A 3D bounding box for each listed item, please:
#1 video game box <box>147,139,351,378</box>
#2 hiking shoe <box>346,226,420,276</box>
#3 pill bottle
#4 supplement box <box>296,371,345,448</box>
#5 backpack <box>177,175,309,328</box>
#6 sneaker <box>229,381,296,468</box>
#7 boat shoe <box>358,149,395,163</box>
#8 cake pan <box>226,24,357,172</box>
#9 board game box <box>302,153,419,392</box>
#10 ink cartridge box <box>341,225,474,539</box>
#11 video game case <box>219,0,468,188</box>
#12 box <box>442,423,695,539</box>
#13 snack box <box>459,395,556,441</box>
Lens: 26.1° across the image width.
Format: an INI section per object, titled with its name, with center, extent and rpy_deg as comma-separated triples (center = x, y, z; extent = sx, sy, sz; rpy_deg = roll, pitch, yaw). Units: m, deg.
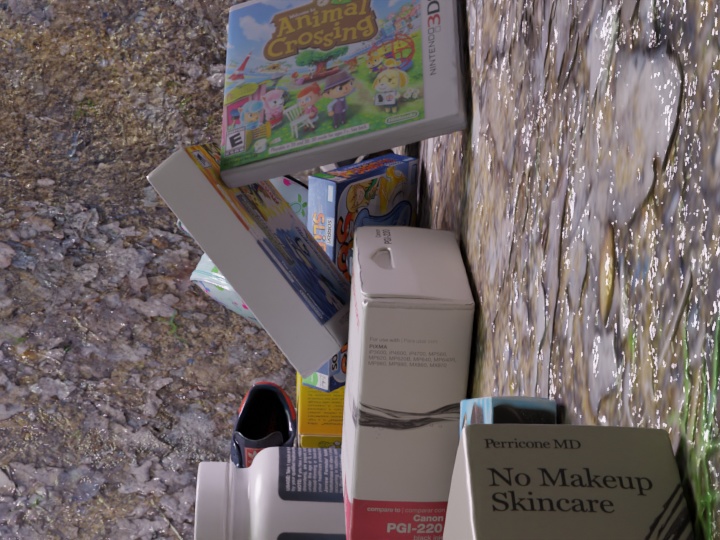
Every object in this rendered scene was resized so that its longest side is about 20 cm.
[video game box]
center = -0.076, -0.016, 1.273
extent = 0.201, 0.047, 0.182
rpy_deg = 52, -171, -1
[hiking shoe]
center = 0.027, 0.017, 1.357
extent = 0.200, 0.073, 0.088
rpy_deg = 49, -149, -85
[pill bottle]
center = -0.046, 0.217, 1.373
extent = 0.120, 0.197, 0.121
rpy_deg = -177, 90, -86
[supplement box]
center = -0.011, 0.143, 1.574
extent = 0.201, 0.108, 0.110
rpy_deg = -92, 5, -55
[backpack]
center = -0.084, -0.023, 1.545
extent = 0.200, 0.177, 0.151
rpy_deg = 45, -109, -42
[sneaker]
center = -0.100, 0.202, 1.504
extent = 0.085, 0.074, 0.202
rpy_deg = 88, -178, -64
[boat shoe]
center = 0.020, -0.077, 1.620
extent = 0.200, 0.071, 0.073
rpy_deg = 124, 159, -78
[cake pan]
center = -0.064, -0.177, 1.583
extent = 0.201, 0.037, 0.200
rpy_deg = 53, 176, 6
[board game box]
center = 0.000, 0.000, 1.468
extent = 0.135, 0.034, 0.202
rpy_deg = -21, -62, -51
[ink cartridge box]
center = 0.031, 0.084, 1.154
extent = 0.146, 0.084, 0.202
rpy_deg = -97, 8, -67
[video game case]
center = -0.015, -0.163, 1.221
extent = 0.022, 0.198, 0.184
rpy_deg = 55, -153, -50
[box]
center = 0.073, 0.144, 0.496
extent = 0.201, 0.081, 0.069
rpy_deg = -94, 7, -49
[snack box]
center = 0.073, 0.168, 0.806
extent = 0.116, 0.037, 0.203
rpy_deg = 122, 150, -83
